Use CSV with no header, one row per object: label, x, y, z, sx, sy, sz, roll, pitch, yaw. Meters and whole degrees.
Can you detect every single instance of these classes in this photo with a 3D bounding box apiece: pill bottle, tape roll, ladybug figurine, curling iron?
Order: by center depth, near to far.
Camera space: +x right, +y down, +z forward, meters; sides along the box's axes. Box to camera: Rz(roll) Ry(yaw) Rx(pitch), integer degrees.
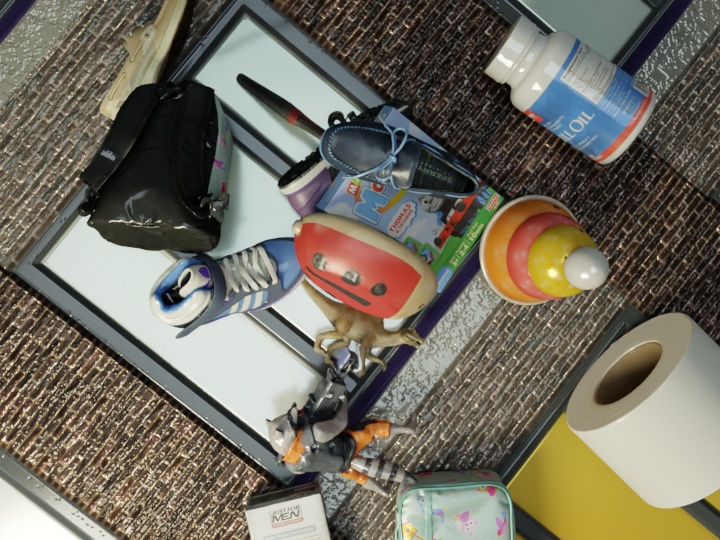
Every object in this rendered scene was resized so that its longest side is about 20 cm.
ladybug figurine,0.000,0.000,0.964,0.200,0.136,0.072,28,64,-14
tape roll,0.377,0.171,0.980,0.139,0.203,0.203,44,88,-3
curling iron,-0.078,-0.203,0.992,0.200,0.026,0.050,29,83,24
pill bottle,0.263,-0.233,1.009,0.200,0.112,0.112,33,89,-3

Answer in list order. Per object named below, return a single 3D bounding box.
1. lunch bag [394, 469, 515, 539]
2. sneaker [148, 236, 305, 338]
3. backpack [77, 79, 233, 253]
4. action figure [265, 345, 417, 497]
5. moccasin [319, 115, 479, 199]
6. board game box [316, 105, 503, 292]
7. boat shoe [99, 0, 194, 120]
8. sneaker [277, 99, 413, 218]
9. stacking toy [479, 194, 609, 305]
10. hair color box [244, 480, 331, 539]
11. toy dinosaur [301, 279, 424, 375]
lunch bag,0.118,0.365,1.025,0.160,0.077,0.201,-2,91,-4
sneaker,-0.158,0.011,0.956,0.199,0.146,0.081,-24,81,1
backpack,-0.227,-0.124,0.940,0.166,0.127,0.201,7,67,-1
action figure,-0.021,0.201,0.978,0.193,0.105,0.200,13,119,-21
moccasin,0.053,-0.132,0.923,0.199,0.068,0.081,8,101,-22
board game box,0.066,-0.086,0.999,0.200,0.037,0.152,34,91,-25
boat shoe,-0.266,-0.278,0.990,0.065,0.072,0.201,23,95,-6
sneaker,-0.005,-0.137,1.022,0.200,0.076,0.088,-37,113,-3
stacking toy,0.244,-0.011,0.961,0.146,0.200,0.147,-3,101,-13
hair color box,-0.079,0.386,1.019,0.099,0.061,0.201,-12,93,-4
toy dinosaur,-0.018,0.074,1.031,0.200,0.058,0.101,27,72,8
